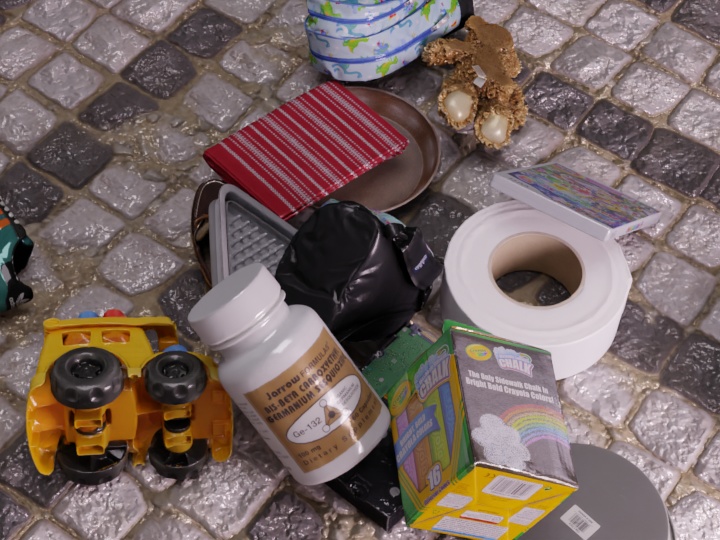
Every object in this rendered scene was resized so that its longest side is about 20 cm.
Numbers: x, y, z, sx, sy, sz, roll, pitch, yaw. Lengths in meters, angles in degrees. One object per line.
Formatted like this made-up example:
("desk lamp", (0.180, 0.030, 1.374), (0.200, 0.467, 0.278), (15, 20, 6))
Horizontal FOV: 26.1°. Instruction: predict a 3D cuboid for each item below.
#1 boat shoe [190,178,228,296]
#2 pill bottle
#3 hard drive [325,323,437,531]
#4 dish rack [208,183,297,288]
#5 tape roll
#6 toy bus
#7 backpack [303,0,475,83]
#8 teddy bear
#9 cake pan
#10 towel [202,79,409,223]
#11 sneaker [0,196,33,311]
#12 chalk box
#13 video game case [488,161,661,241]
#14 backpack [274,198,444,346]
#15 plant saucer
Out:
("boat shoe", (-0.152, -0.033, 1.707), (0.072, 0.072, 0.200), (-2, 53, -4))
("pill bottle", (-0.071, 0.097, 1.482), (0.114, 0.114, 0.200), (-45, 108, -29))
("hard drive", (0.040, 0.156, 1.595), (0.140, 0.038, 0.200), (34, 60, 21))
("dish rack", (-0.103, 0.022, 1.634), (0.044, 0.172, 0.200), (-28, 49, 27))
("tape roll", (0.188, 0.019, 1.685), (0.202, 0.071, 0.202), (1, 52, -1))
("toy bus", (-0.232, 0.107, 1.578), (0.200, 0.136, 0.192), (-2, 37, -6))
("backpack", (0.018, -0.308, 1.876), (0.163, 0.154, 0.200), (27, 63, 31))
("teddy bear", (0.139, -0.218, 1.851), (0.145, 0.067, 0.200), (12, 46, -21))
("cake pan", (0.215, 0.254, 1.529), (0.200, 0.037, 0.200), (1, 53, -2))
("towel", (-0.063, -0.137, 1.781), (0.200, 0.022, 0.145), (-33, 58, -26))
("sneaker", (-0.401, -0.038, 1.707), (0.080, 0.071, 0.200), (-6, 58, -12))
("chalk box", (0.110, 0.141, 1.486), (0.124, 0.124, 0.200), (16, 46, -26))
("video game case", (0.241, -0.079, 1.716), (0.143, 0.018, 0.200), (28, 19, 20))
("backpack", (0.000, 0.000, 1.616), (0.127, 0.200, 0.167), (40, 103, 21))
("plant saucer", (-0.007, -0.133, 1.813), (0.200, 0.034, 0.200), (1, 52, -1))
